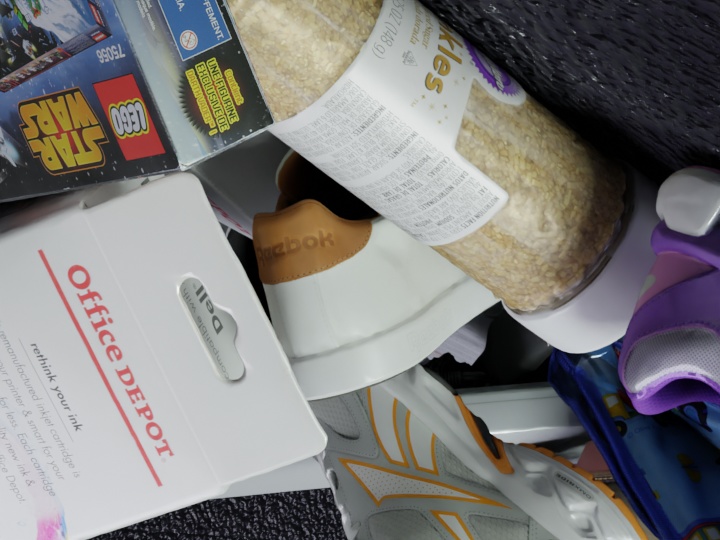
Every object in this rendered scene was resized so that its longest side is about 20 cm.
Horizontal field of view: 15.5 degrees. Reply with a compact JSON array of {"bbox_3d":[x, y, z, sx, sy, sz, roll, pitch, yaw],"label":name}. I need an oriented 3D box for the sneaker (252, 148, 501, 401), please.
[{"bbox_3d":[0.019,-0.023,0.983,0.085,0.073,0.200,69,-156,-8],"label":"sneaker"}]

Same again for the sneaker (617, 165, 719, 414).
[{"bbox_3d":[0.168,0.048,0.853,0.200,0.088,0.080,29,171,18],"label":"sneaker"}]

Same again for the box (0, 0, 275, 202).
[{"bbox_3d":[-0.115,-0.093,0.860,0.200,0.040,0.137,-5,110,58],"label":"box"}]

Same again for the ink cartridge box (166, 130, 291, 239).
[{"bbox_3d":[-0.100,-0.098,1.015,0.200,0.086,0.148,29,172,35],"label":"ink cartridge box"}]

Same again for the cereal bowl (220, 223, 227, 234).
[{"bbox_3d":[-0.116,-0.040,1.207,0.200,0.200,0.083,28,-148,28],"label":"cereal bowl"}]

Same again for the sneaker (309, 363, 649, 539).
[{"bbox_3d":[0.015,0.091,0.999,0.200,0.092,0.076,31,161,35],"label":"sneaker"}]

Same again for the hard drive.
[{"bbox_3d":[0.023,0.073,1.153,0.200,0.026,0.132,-3,169,-18],"label":"hard drive"}]

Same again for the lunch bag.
[{"bbox_3d":[0.171,0.079,0.993,0.151,0.094,0.200,12,-156,-39],"label":"lunch bag"}]

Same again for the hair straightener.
[{"bbox_3d":[0.048,0.039,1.172,0.077,0.041,0.200,-3,169,-20],"label":"hair straightener"}]

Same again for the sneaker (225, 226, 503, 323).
[{"bbox_3d":[0.000,0.000,1.132,0.076,0.115,0.200,27,172,36],"label":"sneaker"}]

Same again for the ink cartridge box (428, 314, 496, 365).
[{"bbox_3d":[0.073,0.031,1.331,0.163,0.057,0.200,27,176,36],"label":"ink cartridge box"}]

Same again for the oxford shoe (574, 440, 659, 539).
[{"bbox_3d":[0.084,0.121,1.127,0.070,0.075,0.200,21,158,-22],"label":"oxford shoe"}]

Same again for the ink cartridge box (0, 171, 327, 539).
[{"bbox_3d":[-0.109,0.032,0.939,0.117,0.200,0.067,65,-155,-14],"label":"ink cartridge box"}]

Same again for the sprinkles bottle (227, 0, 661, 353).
[{"bbox_3d":[0.020,-0.049,0.892,0.200,0.068,0.068,36,172,-28],"label":"sprinkles bottle"}]
